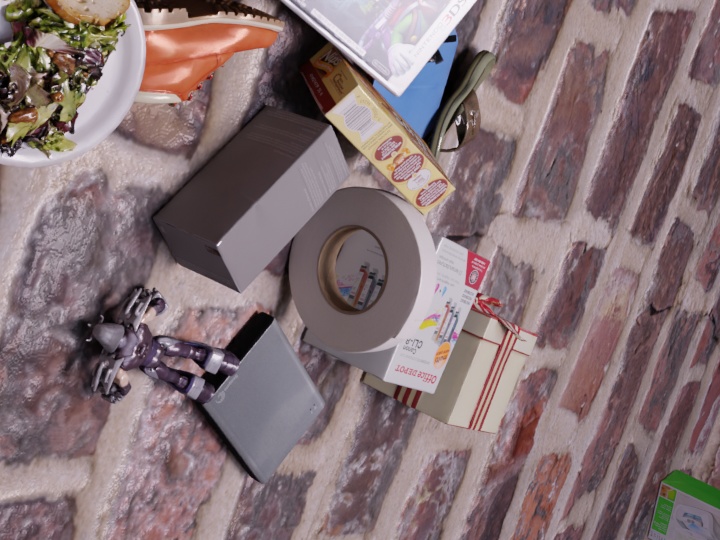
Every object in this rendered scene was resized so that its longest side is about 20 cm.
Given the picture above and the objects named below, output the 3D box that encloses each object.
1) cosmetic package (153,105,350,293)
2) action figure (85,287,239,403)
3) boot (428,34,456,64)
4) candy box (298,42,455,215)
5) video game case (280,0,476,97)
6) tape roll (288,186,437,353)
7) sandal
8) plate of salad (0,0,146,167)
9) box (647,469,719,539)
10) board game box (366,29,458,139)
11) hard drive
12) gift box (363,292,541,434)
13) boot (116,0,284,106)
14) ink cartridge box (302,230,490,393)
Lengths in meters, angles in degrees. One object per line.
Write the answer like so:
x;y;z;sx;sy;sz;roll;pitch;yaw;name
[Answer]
-0.117;-0.082;1.232;0.200;0.107;0.090;-49;141;-21;cosmetic package
-0.226;0.092;1.220;0.200;0.069;0.130;33;89;-51;action figure
0.049;-0.346;1.296;0.198;0.073;0.163;37;79;-32;boot
0.021;-0.164;1.313;0.055;0.116;0.200;-39;129;11;candy box
0.030;-0.314;1.218;0.200;0.023;0.182;34;99;-34;video game case
0.000;0.000;1.350;0.037;0.202;0.203;2;107;-53;tape roll
0.142;-0.211;1.525;0.201;0.057;0.080;-59;177;-14;sandal
-0.275;-0.181;0.986;0.200;0.048;0.201;-22;128;-30;plate of salad
0.855;0.635;2.856;0.097;0.200;0.177;-18;123;-47;box
0.050;-0.240;1.427;0.158;0.039;0.201;-14;127;-50;board game box
-0.126;0.163;1.421;0.140;0.033;0.200;-51;142;-22;hard drive
0.149;0.122;1.628;0.184;0.200;0.187;20;91;-60;gift box
-0.165;-0.220;1.126;0.200;0.075;0.108;-12;122;-40;boot
0.048;0.042;1.488;0.145;0.144;0.201;22;92;-56;ink cartridge box
